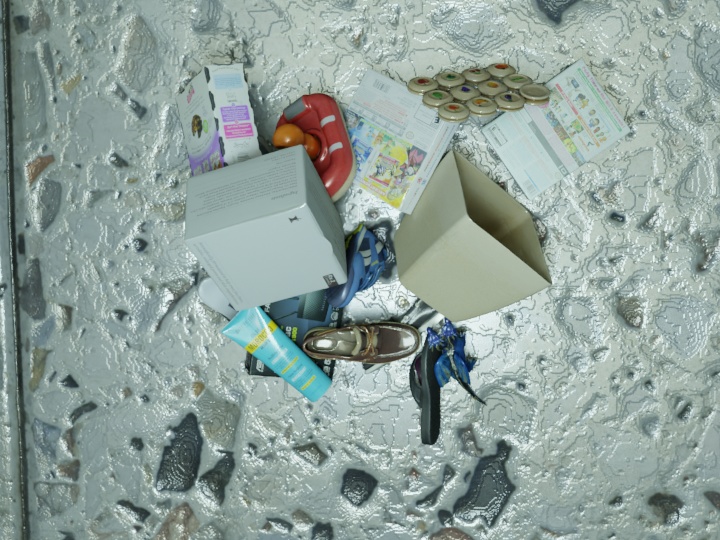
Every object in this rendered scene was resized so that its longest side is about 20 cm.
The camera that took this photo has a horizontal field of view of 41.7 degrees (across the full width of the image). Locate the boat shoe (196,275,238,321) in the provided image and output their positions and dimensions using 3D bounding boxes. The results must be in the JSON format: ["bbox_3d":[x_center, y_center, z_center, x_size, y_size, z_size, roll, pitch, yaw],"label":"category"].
[{"bbox_3d":[-0.204,0.073,1.668,0.200,0.057,0.069,40,88,-17],"label":"boat shoe"}]

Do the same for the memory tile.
[{"bbox_3d":[0.190,-0.289,1.519,0.199,0.153,0.017,-14,130,-20],"label":"memory tile"}]

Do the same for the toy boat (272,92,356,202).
[{"bbox_3d":[-0.093,-0.203,1.559,0.130,0.131,0.201,-30,66,29],"label":"toy boat"}]

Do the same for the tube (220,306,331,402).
[{"bbox_3d":[-0.135,0.138,1.581,0.200,0.050,0.077,43,91,-14],"label":"tube"}]

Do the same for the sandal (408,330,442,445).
[{"bbox_3d":[0.109,0.204,1.644,0.048,0.075,0.201,4,97,24],"label":"sandal"}]

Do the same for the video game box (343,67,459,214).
[{"bbox_3d":[0.048,-0.216,1.570,0.200,0.047,0.183,35,99,35],"label":"video game box"}]

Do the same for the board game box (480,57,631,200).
[{"bbox_3d":[0.322,-0.234,1.574,0.200,0.064,0.148,-34,92,10],"label":"board game box"}]

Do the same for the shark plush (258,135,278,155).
[{"bbox_3d":[-0.173,-0.139,1.631,0.091,0.083,0.201,-2,96,7],"label":"shark plush"}]

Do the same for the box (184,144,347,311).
[{"bbox_3d":[-0.144,-0.062,1.473,0.199,0.199,0.131,-15,50,11],"label":"box"}]

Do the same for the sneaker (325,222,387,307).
[{"bbox_3d":[0.000,0.000,1.579,0.082,0.200,0.074,41,126,-16],"label":"sneaker"}]

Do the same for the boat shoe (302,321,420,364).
[{"bbox_3d":[0.001,0.122,1.572,0.199,0.072,0.072,1,90,3],"label":"boat shoe"}]

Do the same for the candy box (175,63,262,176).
[{"bbox_3d":[-0.234,-0.222,1.574,0.071,0.168,0.201,-11,87,-28],"label":"candy box"}]

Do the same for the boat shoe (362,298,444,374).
[{"bbox_3d":[0.073,0.102,1.634,0.200,0.074,0.060,-41,84,13],"label":"boat shoe"}]

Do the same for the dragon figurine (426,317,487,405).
[{"bbox_3d":[0.160,0.162,1.608,0.059,0.099,0.201,-10,108,21],"label":"dragon figurine"}]

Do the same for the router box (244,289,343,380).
[{"bbox_3d":[-0.111,0.086,1.633,0.149,0.062,0.201,6,98,-16],"label":"router box"}]

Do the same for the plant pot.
[{"bbox_3d":[0.164,-0.038,1.534,0.200,0.200,0.177,35,120,-27],"label":"plant pot"}]
